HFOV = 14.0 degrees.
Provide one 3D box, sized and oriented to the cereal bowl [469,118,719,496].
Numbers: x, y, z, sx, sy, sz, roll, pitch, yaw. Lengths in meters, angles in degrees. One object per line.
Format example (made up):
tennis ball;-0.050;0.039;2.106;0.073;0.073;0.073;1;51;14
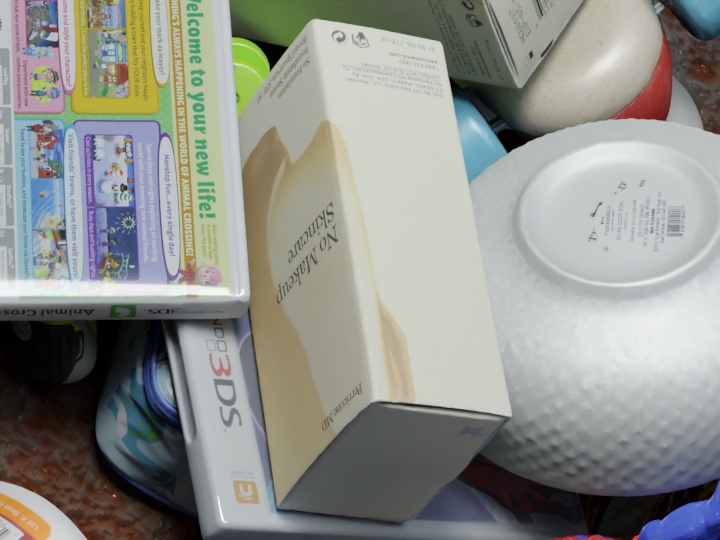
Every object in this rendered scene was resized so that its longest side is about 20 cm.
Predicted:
cereal bowl;0.120;0.001;1.336;0.199;0.084;0.201;-5;45;5

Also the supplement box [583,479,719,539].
supplement box;0.183;0.121;1.414;0.085;0.200;0.111;31;49;-11

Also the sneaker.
sneaker;-0.153;-0.041;1.400;0.076;0.075;0.201;-4;64;-33

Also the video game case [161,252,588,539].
video game case;0.002;0.046;1.364;0.199;0.023;0.183;6;57;-31

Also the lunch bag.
lunch bag;-0.021;0.057;1.414;0.199;0.082;0.161;28;47;-14

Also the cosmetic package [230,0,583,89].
cosmetic package;0.015;-0.165;1.498;0.199;0.073;0.104;13;55;34

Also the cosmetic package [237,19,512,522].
cosmetic package;0.000;0.000;1.310;0.071;0.105;0.201;8;54;-26

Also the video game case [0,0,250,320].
video game case;-0.147;-0.068;1.342;0.181;0.022;0.201;0;61;-9

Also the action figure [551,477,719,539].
action figure;0.143;0.122;1.297;0.065;0.200;0.052;8;64;-42

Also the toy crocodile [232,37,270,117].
toy crocodile;-0.101;-0.105;1.486;0.200;0.062;0.068;33;13;-15

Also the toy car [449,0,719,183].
toy car;0.120;-0.094;1.580;0.177;0.184;0.200;54;0;43

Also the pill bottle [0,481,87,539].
pill bottle;-0.198;0.179;1.202;0.110;0.110;0.200;49;48;6
